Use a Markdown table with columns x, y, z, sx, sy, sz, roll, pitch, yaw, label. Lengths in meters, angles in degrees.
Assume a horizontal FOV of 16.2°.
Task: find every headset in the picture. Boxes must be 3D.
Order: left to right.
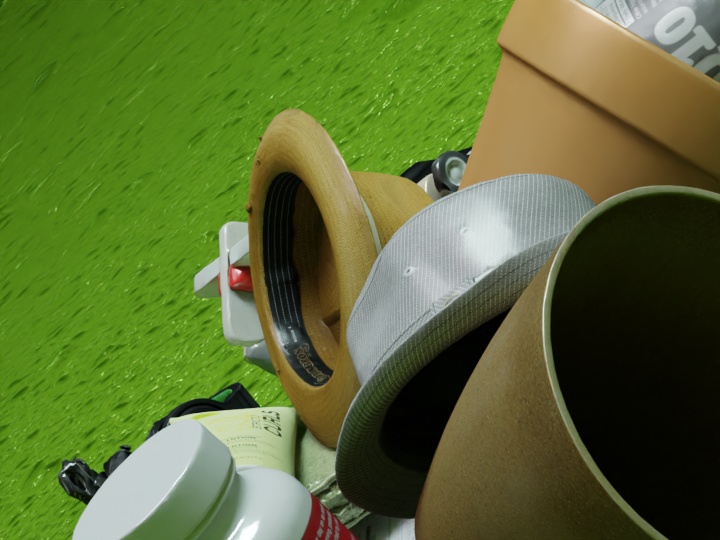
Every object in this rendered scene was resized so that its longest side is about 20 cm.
| x | y | z | sx | sy | sz | roll | pitch | yaw | label |
| --- | --- | --- | --- | --- | --- | --- | --- | --- | --- |
| -0.140 | 0.127 | 1.681 | 0.123 | 0.094 | 0.200 | -36 | 8 | 23 | headset |

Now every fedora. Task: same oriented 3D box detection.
| x | y | z | sx | sy | sz | roll | pitch | yaw | label |
| --- | --- | --- | --- | --- | --- | --- | --- | --- | --- |
| 0.000 | 0.000 | 1.382 | 0.082 | 0.201 | 0.201 | -10 | 9 | -19 | fedora |
| 0.059 | 0.025 | 1.236 | 0.200 | 0.177 | 0.090 | -43 | 56 | 22 | fedora |

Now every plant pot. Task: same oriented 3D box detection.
| x | y | z | sx | sy | sz | roll | pitch | yaw | label |
| --- | --- | --- | --- | --- | --- | --- | --- | --- | --- |
| 0.110 | 0.089 | 1.140 | 0.200 | 0.186 | 0.187 | -42 | 13 | 50 | plant pot |
| 0.140 | -0.049 | 1.348 | 0.140 | 0.200 | 0.200 | -59 | 17 | 6 | plant pot |

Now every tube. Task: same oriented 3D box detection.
| x | y | z | sx | sy | sz | roll | pitch | yaw | label |
| --- | --- | --- | --- | --- | --- | --- | --- | --- | --- |
| -0.065 | 0.102 | 1.360 | 0.052 | 0.058 | 0.200 | -52 | 10 | 6 | tube |

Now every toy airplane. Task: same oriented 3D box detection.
| x | y | z | sx | sy | sz | roll | pitch | yaw | label |
| --- | --- | --- | --- | --- | --- | --- | --- | --- | --- |
| 0.001 | 0.019 | 1.543 | 0.199 | 0.141 | 0.200 | -23 | -8 | 10 | toy airplane |

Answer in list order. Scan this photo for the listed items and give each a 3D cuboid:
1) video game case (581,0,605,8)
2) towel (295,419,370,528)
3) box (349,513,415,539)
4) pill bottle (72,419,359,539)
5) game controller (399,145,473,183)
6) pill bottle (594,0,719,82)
| x | y | z | sx | sy | sz | roll | pitch | yaw | label |
| --- | --- | --- | --- | --- | --- | --- | --- | --- | --- |
| 0.192 | -0.201 | 1.676 | 0.182 | 0.023 | 0.200 | -47 | -9 | -9 | video game case |
| -0.047 | 0.128 | 1.409 | 0.200 | 0.037 | 0.148 | -31 | 15 | -6 | towel |
| 0.042 | 0.139 | 1.366 | 0.200 | 0.036 | 0.144 | -37 | 19 | 18 | box |
| -0.040 | 0.169 | 1.208 | 0.112 | 0.200 | 0.112 | -38 | 19 | 16 | pill bottle |
| 0.071 | -0.056 | 1.739 | 0.104 | 0.042 | 0.200 | -39 | 13 | -33 | game controller |
| 0.185 | -0.121 | 1.503 | 0.200 | 0.113 | 0.113 | -38 | 19 | 18 | pill bottle |
